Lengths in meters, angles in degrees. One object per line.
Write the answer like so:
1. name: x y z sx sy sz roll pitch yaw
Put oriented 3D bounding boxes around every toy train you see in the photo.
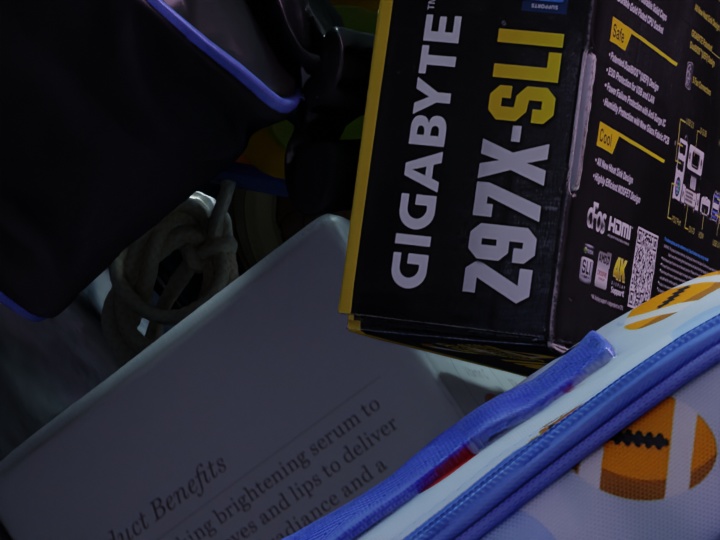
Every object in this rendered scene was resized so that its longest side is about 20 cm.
1. toy train: -0.018 -0.038 0.659 0.084 0.201 0.116 10 3 -18

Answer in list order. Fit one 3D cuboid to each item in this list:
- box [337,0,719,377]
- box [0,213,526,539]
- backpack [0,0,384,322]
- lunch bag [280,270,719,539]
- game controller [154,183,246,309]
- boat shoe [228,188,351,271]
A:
1. box: 0.059 -0.054 0.616 0.200 0.049 0.161 16 79 -69
2. box: 0.028 0.102 0.653 0.201 0.106 0.152 57 13 14
3. backpack: -0.108 -0.092 0.576 0.200 0.154 0.191 49 17 -30
4. lunch bag: 0.041 0.101 0.503 0.161 0.200 0.076 54 -1 -11
5. game controller: 0.000 0.000 0.824 0.042 0.104 0.200 11 -36 51
6. boat shoe: 0.038 0.035 0.789 0.067 0.072 0.200 9 -38 51
